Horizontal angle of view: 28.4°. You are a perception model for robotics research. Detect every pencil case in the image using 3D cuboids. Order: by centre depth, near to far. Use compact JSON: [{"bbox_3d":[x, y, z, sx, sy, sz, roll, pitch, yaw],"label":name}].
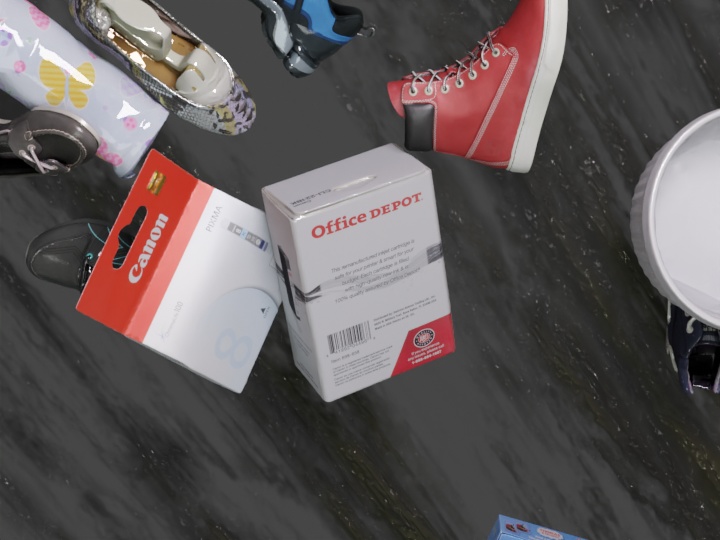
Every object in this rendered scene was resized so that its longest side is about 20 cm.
[{"bbox_3d":[-0.266,-0.170,1.279,0.199,0.091,0.083,36,89,-19],"label":"pencil case"}]

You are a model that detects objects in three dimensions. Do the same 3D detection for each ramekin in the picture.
[{"bbox_3d":[0.338,-0.045,1.285,0.198,0.105,0.202,0,90,-7],"label":"ramekin"}]

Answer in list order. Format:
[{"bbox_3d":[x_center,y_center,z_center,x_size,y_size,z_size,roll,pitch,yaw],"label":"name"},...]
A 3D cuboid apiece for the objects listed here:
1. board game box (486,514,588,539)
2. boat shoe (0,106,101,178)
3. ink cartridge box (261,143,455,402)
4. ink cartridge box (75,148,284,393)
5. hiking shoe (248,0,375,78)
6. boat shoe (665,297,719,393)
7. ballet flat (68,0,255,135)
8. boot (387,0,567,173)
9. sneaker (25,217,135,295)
[{"bbox_3d":[0.221,0.365,1.598,0.198,0.037,0.152,17,119,-9],"label":"board game box"},{"bbox_3d":[-0.301,-0.104,1.271,0.199,0.057,0.067,4,147,47],"label":"boat shoe"},{"bbox_3d":[0.000,0.000,1.339,0.143,0.084,0.202,-20,122,-18],"label":"ink cartridge box"},{"bbox_3d":[-0.148,0.004,1.301,0.200,0.047,0.161,35,77,-50],"label":"ink cartridge box"},{"bbox_3d":[-0.072,-0.267,1.233,0.086,0.075,0.200,-30,125,9],"label":"hiking shoe"},{"bbox_3d":[0.333,0.023,1.367,0.074,0.093,0.202,-3,119,4],"label":"boat shoe"},{"bbox_3d":[-0.170,-0.191,1.265,0.200,0.072,0.072,37,114,-16],"label":"ballet flat"},{"bbox_3d":[0.102,-0.187,1.269,0.143,0.073,0.201,11,123,-3],"label":"boot"},{"bbox_3d":[-0.229,0.002,1.379,0.198,0.079,0.076,7,120,-1],"label":"sneaker"}]
